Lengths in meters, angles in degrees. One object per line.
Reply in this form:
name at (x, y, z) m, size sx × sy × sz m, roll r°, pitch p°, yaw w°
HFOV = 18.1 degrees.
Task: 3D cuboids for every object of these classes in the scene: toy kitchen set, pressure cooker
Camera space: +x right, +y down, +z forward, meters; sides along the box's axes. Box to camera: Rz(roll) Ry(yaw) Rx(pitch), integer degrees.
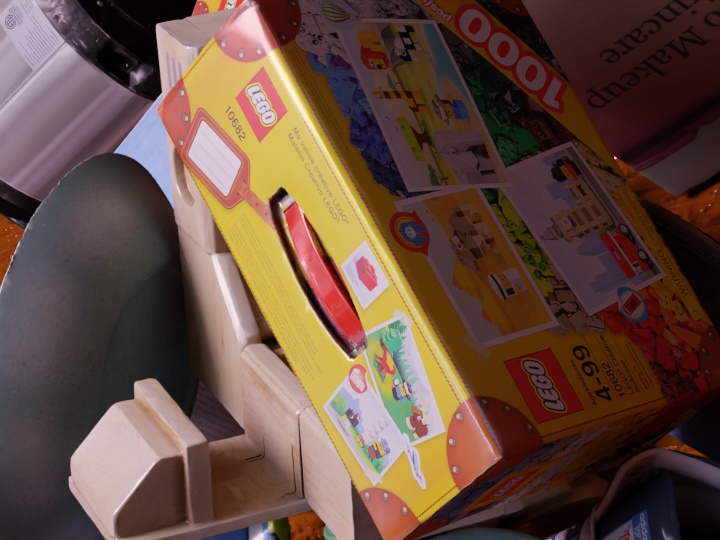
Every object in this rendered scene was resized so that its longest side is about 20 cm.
toy kitchen set at (-0.049, 0.007, 0.966) m, size 0.200 × 0.162 × 0.181 m, roll -140°, pitch 41°, yaw -57°
pressure cooker at (-0.206, -0.131, 1.487) m, size 0.200 × 0.178 × 0.176 m, roll -41°, pitch 41°, yaw 28°

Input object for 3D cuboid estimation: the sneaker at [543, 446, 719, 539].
sneaker at (0.078, 0.129, 0.885) m, size 0.199 × 0.109 × 0.070 m, roll -14°, pitch 60°, yaw 2°

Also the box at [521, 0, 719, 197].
box at (0.119, -0.143, 1.024) m, size 0.128 × 0.199 × 0.109 m, roll -36°, pitch 40°, yaw 35°

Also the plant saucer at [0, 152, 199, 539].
plant saucer at (-0.114, 0.046, 1.068) m, size 0.038 × 0.201 × 0.202 m, roll 9°, pitch 71°, yaw 20°

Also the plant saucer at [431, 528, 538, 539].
plant saucer at (0.045, 0.215, 0.994) m, size 0.200 × 0.039 × 0.202 m, roll -27°, pitch 48°, yaw 35°

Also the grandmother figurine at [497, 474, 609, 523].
grandmother figurine at (0.072, 0.014, 1.051) m, size 0.060 × 0.121 × 0.201 m, roll -20°, pitch 70°, yaw 24°

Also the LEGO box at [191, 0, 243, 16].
LEGO box at (-0.010, -0.221, 1.372) m, size 0.149 × 0.077 × 0.201 m, roll -3°, pitch 65°, yaw 53°

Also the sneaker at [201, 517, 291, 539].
sneaker at (-0.078, 0.206, 1.100) m, size 0.074 × 0.082 × 0.201 m, roll 74°, pitch -161°, yaw -82°

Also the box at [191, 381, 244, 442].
box at (-0.121, 0.046, 1.315) m, size 0.200 × 0.097 × 0.125 m, roll -43°, pitch 38°, yaw 26°

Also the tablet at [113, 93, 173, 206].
tablet at (-0.117, -0.003, 1.244) m, size 0.130 × 0.014 × 0.200 m, roll -49°, pitch 37°, yaw 19°

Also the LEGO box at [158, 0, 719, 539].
LEGO box at (0.035, -0.011, 0.894) m, size 0.077 × 0.148 × 0.201 m, roll -44°, pitch 68°, yaw 42°

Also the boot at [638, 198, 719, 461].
boot at (0.139, 0.029, 0.991) m, size 0.200 × 0.075 × 0.097 m, roll 20°, pitch 81°, yaw 55°

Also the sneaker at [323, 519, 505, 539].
sneaker at (0.006, 0.125, 1.090) m, size 0.201 × 0.088 × 0.077 m, roll -60°, pitch 33°, yaw 4°
